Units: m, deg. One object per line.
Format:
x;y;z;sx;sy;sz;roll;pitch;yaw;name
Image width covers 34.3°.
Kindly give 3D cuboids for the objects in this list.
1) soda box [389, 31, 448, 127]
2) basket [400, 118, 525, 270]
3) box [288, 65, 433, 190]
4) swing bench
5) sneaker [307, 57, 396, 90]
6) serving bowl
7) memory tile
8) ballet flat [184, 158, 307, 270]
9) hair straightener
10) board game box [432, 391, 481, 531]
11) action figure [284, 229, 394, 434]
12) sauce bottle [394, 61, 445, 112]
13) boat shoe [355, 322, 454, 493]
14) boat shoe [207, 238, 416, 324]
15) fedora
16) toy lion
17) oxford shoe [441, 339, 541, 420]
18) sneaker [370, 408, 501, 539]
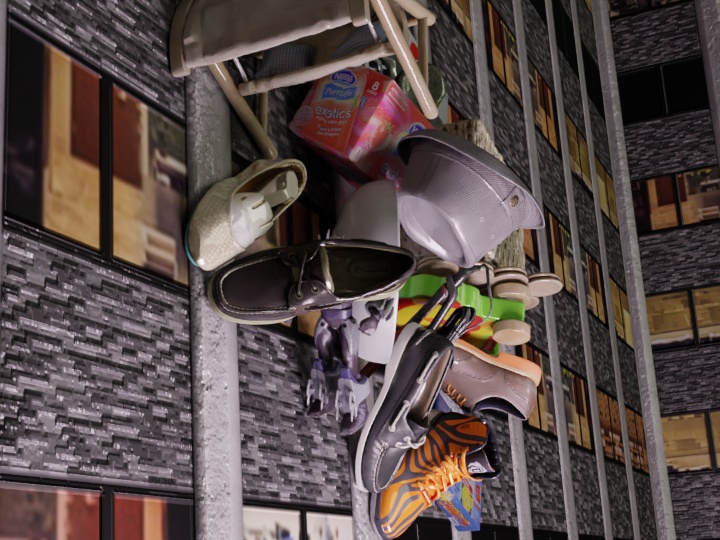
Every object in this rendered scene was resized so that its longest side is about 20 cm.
0.055;-0.261;1.574;0.200;0.067;0.064;49;36;-52;soda box
0.114;-0.062;1.516;0.198;0.159;0.202;45;38;-54;basket
0.017;-0.152;1.347;0.103;0.094;0.200;-59;150;-4;box
-0.049;-0.223;1.124;0.200;0.197;0.131;41;43;-58;swing bench
-0.013;-0.239;1.393;0.200;0.072;0.073;-31;110;-66;sneaker
0.000;0.000;1.273;0.200;0.065;0.203;-178;-90;-84;serving bowl
0.134;0.024;1.443;0.198;0.153;0.017;9;63;-24;memory tile
-0.103;-0.064;1.104;0.200;0.062;0.068;-59;134;-58;ballet flat
0.086;0.076;1.333;0.077;0.200;0.041;40;7;-5;hair straightener
0.118;0.243;1.556;0.201;0.034;0.137;58;31;-45;board game box
-0.024;0.056;1.173;0.069;0.129;0.203;-28;122;-51;action figure
0.059;-0.213;1.473;0.200;0.064;0.066;168;-88;-82;sauce bottle
0.051;0.160;1.291;0.074;0.060;0.202;6;105;-61;boat shoe
-0.042;0.001;1.076;0.065;0.198;0.074;140;-64;-66;boat shoe
0.105;-0.066;1.274;0.091;0.176;0.200;-59;151;-14;fedora
0.104;0.062;1.439;0.200;0.189;0.069;109;-12;-65;toy lion
0.120;0.130;1.424;0.071;0.197;0.074;96;7;-65;oxford shoe
0.094;0.234;1.359;0.200;0.111;0.078;-53;129;-40;sneaker
